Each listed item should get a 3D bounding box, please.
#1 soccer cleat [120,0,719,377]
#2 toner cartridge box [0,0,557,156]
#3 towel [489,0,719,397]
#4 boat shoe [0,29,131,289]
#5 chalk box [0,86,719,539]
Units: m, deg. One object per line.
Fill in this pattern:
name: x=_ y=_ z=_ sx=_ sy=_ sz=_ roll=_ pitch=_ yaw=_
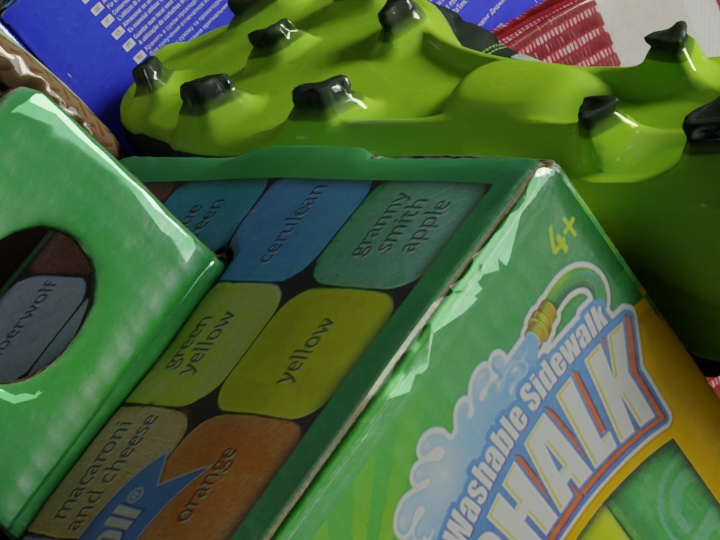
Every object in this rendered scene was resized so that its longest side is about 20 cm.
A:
soccer cleat: x=0.026 y=-0.010 z=0.570 sx=0.199 sy=0.067 sz=0.081 roll=13 pitch=-47 yaw=48
toner cartridge box: x=0.007 y=-0.084 z=0.690 sx=0.095 sy=0.200 sz=0.043 roll=48 pitch=-22 yaw=-11
towel: x=0.098 y=-0.013 z=0.697 sx=0.023 sy=0.199 sz=0.145 roll=-1 pitch=-62 yaw=62
boat shoe: x=-0.066 y=0.016 z=0.646 sx=0.200 sy=0.071 sz=0.076 roll=59 pitch=-2 yaw=-29
chalk box: x=-0.010 y=0.059 z=0.525 sx=0.200 sy=0.124 sz=0.125 roll=52 pitch=60 yaw=-30
